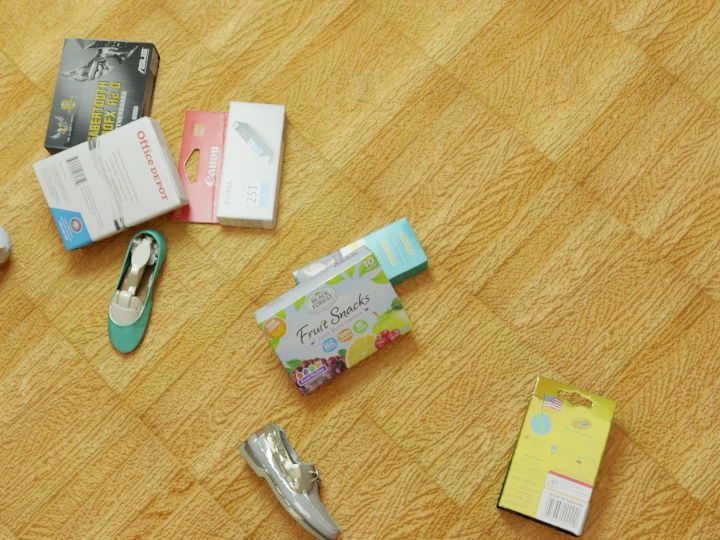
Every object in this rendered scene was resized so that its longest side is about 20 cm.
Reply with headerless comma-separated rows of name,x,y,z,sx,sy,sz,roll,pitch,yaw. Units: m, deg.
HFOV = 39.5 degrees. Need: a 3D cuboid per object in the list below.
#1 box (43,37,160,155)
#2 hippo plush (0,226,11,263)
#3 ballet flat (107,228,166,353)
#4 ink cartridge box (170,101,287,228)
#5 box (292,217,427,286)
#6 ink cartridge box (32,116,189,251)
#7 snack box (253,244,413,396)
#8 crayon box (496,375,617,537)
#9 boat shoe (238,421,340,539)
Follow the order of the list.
box,-0.428,-0.284,1.673,0.156,0.048,0.203,5,74,4
hippo plush,-0.638,-0.047,1.590,0.159,0.159,0.202,21,90,-22
ballet flat,-0.356,0.025,1.566,0.066,0.070,0.202,12,75,7
ink cartridge box,-0.215,-0.174,1.630,0.174,0.045,0.203,4,74,3
box,0.000,0.000,1.562,0.198,0.049,0.083,-27,74,-4
ink cartridge box,-0.388,-0.136,1.579,0.198,0.084,0.148,-21,93,2
snack box,-0.040,0.074,1.501,0.199,0.053,0.143,-32,111,-4
crayon box,0.288,0.270,1.465,0.126,0.051,0.202,19,76,9
boat shoe,-0.092,0.309,1.465,0.068,0.075,0.200,-43,75,-3
